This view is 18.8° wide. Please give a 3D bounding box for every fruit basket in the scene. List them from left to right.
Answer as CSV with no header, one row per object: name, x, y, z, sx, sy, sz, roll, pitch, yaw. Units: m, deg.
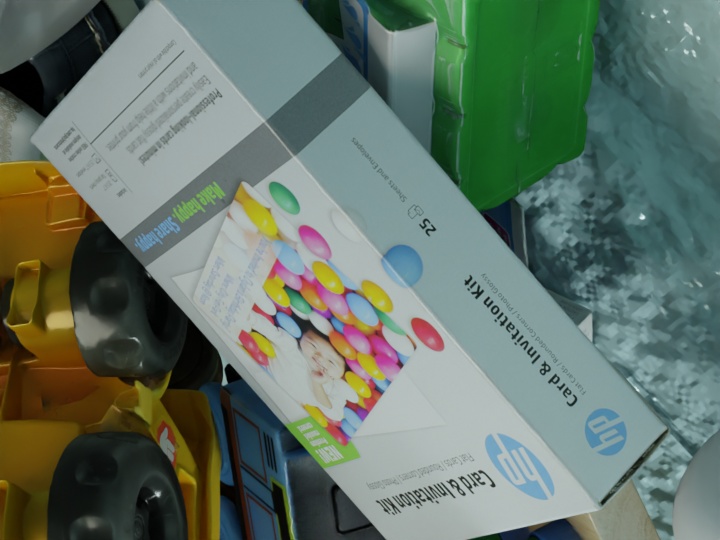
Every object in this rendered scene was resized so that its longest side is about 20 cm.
fruit basket,-0.013,-0.110,0.721,0.200,0.094,0.185,37,148,27

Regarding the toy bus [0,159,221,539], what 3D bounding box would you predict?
toy bus,-0.109,0.081,0.841,0.135,0.200,0.192,-8,156,21

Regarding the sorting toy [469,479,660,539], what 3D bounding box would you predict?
sorting toy,0.082,0.165,0.798,0.199,0.069,0.200,65,173,-2

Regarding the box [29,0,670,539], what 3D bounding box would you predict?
box,-0.011,0.001,0.706,0.200,0.041,0.156,48,155,-7

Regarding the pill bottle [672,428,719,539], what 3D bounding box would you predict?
pill bottle,0.183,0.140,0.726,0.112,0.112,0.200,6,128,46

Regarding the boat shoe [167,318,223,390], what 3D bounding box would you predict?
boat shoe,-0.129,0.028,1.023,0.200,0.072,0.068,30,148,41

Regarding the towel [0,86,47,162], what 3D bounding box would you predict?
towel,-0.176,-0.025,0.930,0.200,0.031,0.149,31,138,28

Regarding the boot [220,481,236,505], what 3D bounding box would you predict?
boot,-0.035,0.196,1.070,0.201,0.071,0.144,49,150,10

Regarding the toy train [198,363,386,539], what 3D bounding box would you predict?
toy train,-0.015,0.121,0.915,0.114,0.087,0.200,-147,46,-61

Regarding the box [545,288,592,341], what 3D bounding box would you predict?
box,0.000,0.000,0.862,0.200,0.041,0.039,26,142,29

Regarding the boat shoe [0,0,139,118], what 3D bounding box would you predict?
boat shoe,-0.159,-0.071,0.955,0.075,0.062,0.200,55,146,-8

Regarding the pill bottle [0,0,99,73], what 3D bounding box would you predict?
pill bottle,-0.181,-0.178,0.826,0.200,0.114,0.114,44,146,8
